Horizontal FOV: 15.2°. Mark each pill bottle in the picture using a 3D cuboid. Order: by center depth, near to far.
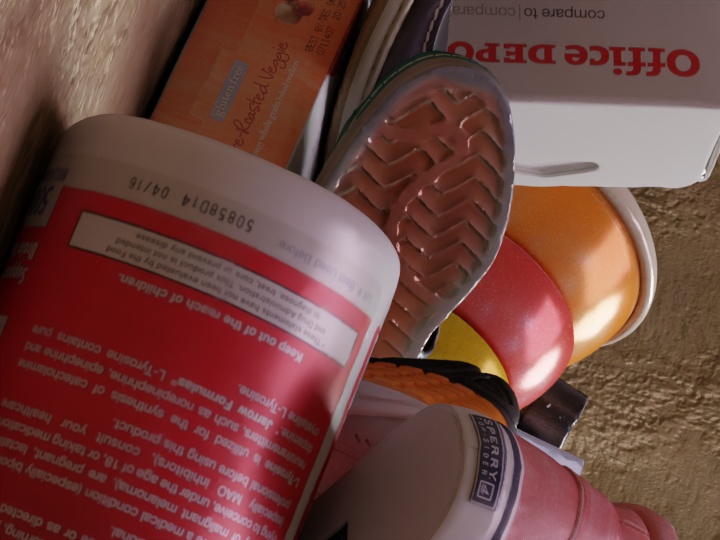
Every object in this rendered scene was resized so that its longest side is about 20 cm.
[{"bbox_3d":[-0.072,0.065,0.795,0.112,0.112,0.201,93,18,-78],"label":"pill bottle"}]

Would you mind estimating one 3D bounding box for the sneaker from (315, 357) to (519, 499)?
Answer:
[{"bbox_3d":[-0.026,0.075,0.904,0.075,0.199,0.093,2,86,-45],"label":"sneaker"}]

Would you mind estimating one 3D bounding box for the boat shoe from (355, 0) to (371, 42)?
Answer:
[{"bbox_3d":[-0.021,-0.082,1.094,0.200,0.068,0.057,102,9,-55],"label":"boat shoe"}]

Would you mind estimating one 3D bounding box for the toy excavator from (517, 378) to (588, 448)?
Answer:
[{"bbox_3d":[0.019,0.111,1.272,0.200,0.100,0.195,-56,179,-24],"label":"toy excavator"}]

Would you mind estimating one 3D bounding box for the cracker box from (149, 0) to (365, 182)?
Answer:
[{"bbox_3d":[-0.056,-0.010,1.038,0.200,0.057,0.134,104,8,-58],"label":"cracker box"}]

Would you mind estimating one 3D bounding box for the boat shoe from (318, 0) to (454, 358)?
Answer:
[{"bbox_3d":[0.020,-0.042,1.027,0.072,0.064,0.201,-66,173,-47],"label":"boat shoe"}]

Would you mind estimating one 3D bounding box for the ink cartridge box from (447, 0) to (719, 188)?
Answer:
[{"bbox_3d":[0.078,-0.143,1.128,0.084,0.144,0.201,100,-9,-70],"label":"ink cartridge box"}]

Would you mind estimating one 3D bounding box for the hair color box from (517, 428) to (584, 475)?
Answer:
[{"bbox_3d":[0.006,0.153,1.026,0.099,0.060,0.201,4,-107,49],"label":"hair color box"}]

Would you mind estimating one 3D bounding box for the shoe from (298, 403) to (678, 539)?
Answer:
[{"bbox_3d":[0.007,0.114,0.837,0.200,0.091,0.072,-38,-144,41],"label":"shoe"}]

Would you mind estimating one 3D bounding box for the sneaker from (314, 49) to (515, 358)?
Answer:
[{"bbox_3d":[0.000,0.000,0.979,0.080,0.071,0.201,-100,-153,-58],"label":"sneaker"}]

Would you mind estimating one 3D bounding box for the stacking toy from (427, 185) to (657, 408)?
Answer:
[{"bbox_3d":[0.028,0.033,1.194,0.200,0.146,0.146,-52,167,-34],"label":"stacking toy"}]
